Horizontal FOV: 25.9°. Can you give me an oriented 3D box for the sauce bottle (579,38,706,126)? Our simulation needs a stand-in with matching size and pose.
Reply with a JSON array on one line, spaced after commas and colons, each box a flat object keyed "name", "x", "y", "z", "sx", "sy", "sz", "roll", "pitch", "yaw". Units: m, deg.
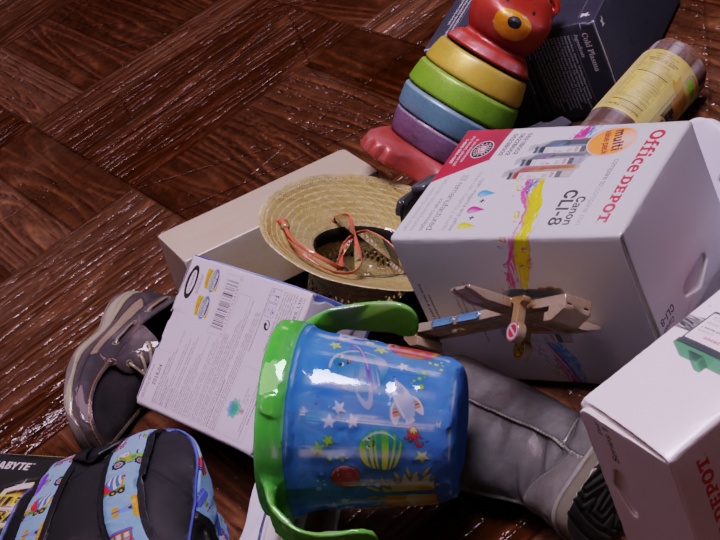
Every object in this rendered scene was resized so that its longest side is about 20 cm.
[{"name": "sauce bottle", "x": 0.228, "y": -0.122, "z": 1.369, "sx": 0.065, "sy": 0.065, "sz": 0.200, "roll": 11, "pitch": 50, "yaw": 46}]

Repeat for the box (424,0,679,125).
[{"name": "box", "x": 0.191, "y": -0.241, "z": 1.532, "sx": 0.182, "sy": 0.104, "sz": 0.200, "roll": -5, "pitch": 38, "yaw": 35}]

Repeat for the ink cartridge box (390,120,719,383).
[{"name": "ink cartridge box", "x": 0.158, "y": -0.013, "z": 1.182, "sx": 0.199, "sy": 0.145, "sz": 0.145, "roll": 1, "pitch": 40, "yaw": 37}]

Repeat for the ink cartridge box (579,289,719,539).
[{"name": "ink cartridge box", "x": 0.248, "y": 0.087, "z": 0.962, "sx": 0.200, "sy": 0.146, "sz": 0.084, "roll": -37, "pitch": 38, "yaw": -14}]

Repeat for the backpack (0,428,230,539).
[{"name": "backpack", "x": -0.171, "y": 0.215, "z": 1.106, "sx": 0.182, "sy": 0.135, "sz": 0.200, "roll": -22, "pitch": 32, "yaw": 13}]

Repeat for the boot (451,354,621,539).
[{"name": "boot", "x": 0.133, "y": 0.098, "z": 1.107, "sx": 0.182, "sy": 0.073, "sz": 0.200, "roll": -45, "pitch": 27, "yaw": -14}]

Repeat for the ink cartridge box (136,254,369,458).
[{"name": "ink cartridge box", "x": -0.098, "y": 0.070, "z": 1.274, "sx": 0.200, "sy": 0.076, "sz": 0.137, "roll": 16, "pitch": 83, "yaw": 47}]

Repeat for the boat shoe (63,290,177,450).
[{"name": "boat shoe", "x": -0.204, "y": 0.080, "z": 1.394, "sx": 0.073, "sy": 0.075, "sz": 0.200, "roll": -14, "pitch": 35, "yaw": 22}]

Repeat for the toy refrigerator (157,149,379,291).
[{"name": "toy refrigerator", "x": -0.077, "y": -0.033, "z": 1.448, "sx": 0.200, "sy": 0.070, "sz": 0.076, "roll": -26, "pitch": 30, "yaw": -17}]

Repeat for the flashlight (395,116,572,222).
[{"name": "flashlight", "x": 0.112, "y": -0.071, "z": 1.336, "sx": 0.068, "sy": 0.068, "sz": 0.200, "roll": -9, "pitch": 13, "yaw": 41}]

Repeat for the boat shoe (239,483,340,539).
[{"name": "boat shoe", "x": -0.035, "y": 0.208, "z": 1.087, "sx": 0.086, "sy": 0.075, "sz": 0.202, "roll": -14, "pitch": 24, "yaw": 11}]

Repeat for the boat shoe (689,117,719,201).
[{"name": "boat shoe", "x": 0.317, "y": -0.048, "z": 1.188, "sx": 0.068, "sy": 0.072, "sz": 0.200, "roll": 1, "pitch": 34, "yaw": -28}]

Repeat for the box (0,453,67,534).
[{"name": "box", "x": -0.277, "y": 0.222, "z": 1.267, "sx": 0.199, "sy": 0.049, "sz": 0.160, "roll": -2, "pitch": 41, "yaw": 36}]

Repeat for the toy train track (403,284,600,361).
[{"name": "toy train track", "x": 0.092, "y": 0.046, "z": 1.115, "sx": 0.200, "sy": 0.114, "sz": 0.033, "roll": -15, "pitch": 62, "yaw": 59}]

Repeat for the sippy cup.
[{"name": "sippy cup", "x": 0.005, "y": 0.104, "z": 1.060, "sx": 0.130, "sy": 0.140, "sz": 0.179, "roll": 3, "pitch": 83, "yaw": 11}]

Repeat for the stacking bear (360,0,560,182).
[{"name": "stacking bear", "x": 0.102, "y": -0.172, "z": 1.407, "sx": 0.200, "sy": 0.121, "sz": 0.114, "roll": -60, "pitch": 2, "yaw": 13}]

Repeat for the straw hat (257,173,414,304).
[{"name": "straw hat", "x": 0.000, "y": 0.000, "z": 1.330, "sx": 0.200, "sy": 0.085, "sz": 0.201, "roll": 9, "pitch": 29, "yaw": -5}]
